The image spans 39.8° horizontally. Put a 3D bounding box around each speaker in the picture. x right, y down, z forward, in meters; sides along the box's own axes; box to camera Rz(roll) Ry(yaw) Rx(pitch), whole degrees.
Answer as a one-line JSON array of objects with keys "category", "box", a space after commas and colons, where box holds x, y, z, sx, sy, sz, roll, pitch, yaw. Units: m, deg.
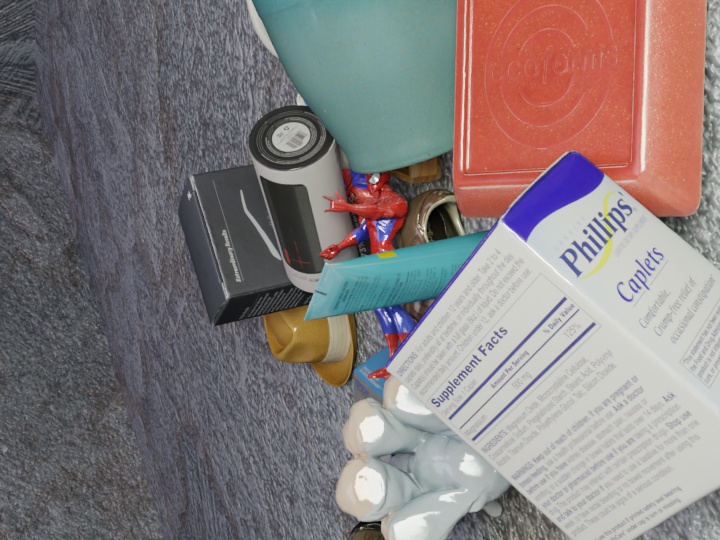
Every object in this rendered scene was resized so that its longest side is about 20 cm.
[{"category": "speaker", "box": [-0.051, -0.064, 0.967, 0.200, 0.081, 0.081, 80, 165, -55]}]

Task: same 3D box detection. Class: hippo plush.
[{"category": "hippo plush", "box": [0.073, 0.168, 0.924, 0.160, 0.199, 0.161, 60, 179, 12]}]

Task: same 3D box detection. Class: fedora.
[{"category": "fedora", "box": [-0.076, 0.065, 1.284, 0.201, 0.082, 0.201, 40, 136, 54]}]

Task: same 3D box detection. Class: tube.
[{"category": "tube", "box": [0.052, 0.002, 0.827, 0.050, 0.199, 0.078, 61, 149, 33]}]

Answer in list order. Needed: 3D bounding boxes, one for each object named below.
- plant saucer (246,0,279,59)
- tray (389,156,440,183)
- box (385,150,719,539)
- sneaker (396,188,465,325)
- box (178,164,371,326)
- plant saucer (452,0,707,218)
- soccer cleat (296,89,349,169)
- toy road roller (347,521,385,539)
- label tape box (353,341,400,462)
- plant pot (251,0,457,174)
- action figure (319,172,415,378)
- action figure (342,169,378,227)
[{"category": "plant saucer", "box": [-0.033, -0.304, 1.014, 0.200, 0.050, 0.201, 2, 92, 38]}, {"category": "tray", "box": [0.019, -0.160, 1.032, 0.200, 0.037, 0.099, 32, 128, 58]}, {"category": "box", "box": [0.146, 0.058, 0.646, 0.200, 0.105, 0.184, 42, 140, 7]}, {"category": "sneaker", "box": [0.080, 0.022, 0.933, 0.076, 0.070, 0.201, -29, 75, 64]}, {"category": "box", "box": [-0.088, -0.039, 1.119, 0.104, 0.199, 0.149, 130, 125, -63]}, {"category": "plant saucer", "box": [0.133, -0.137, 0.673, 0.199, 0.037, 0.201, 3, 91, 47]}, {"category": "soccer cleat", "box": [-0.040, -0.190, 0.956, 0.086, 0.070, 0.201, -18, 93, 47]}, {"category": "toy road roller", "box": [0.053, 0.329, 0.931, 0.123, 0.199, 0.147, -3, -74, -83]}, {"category": "label tape box", "box": [0.050, 0.159, 1.070, 0.144, 0.063, 0.201, 38, 134, 55]}, {"category": "plant pot", "box": [0.026, -0.191, 0.836, 0.200, 0.200, 0.189, 15, 130, 64]}, {"category": "action figure", "box": [0.000, 0.000, 0.925, 0.065, 0.099, 0.201, 167, 103, -67]}, {"category": "action figure", "box": [-0.016, -0.125, 1.029, 0.065, 0.052, 0.201, -47, 60, 56]}]
